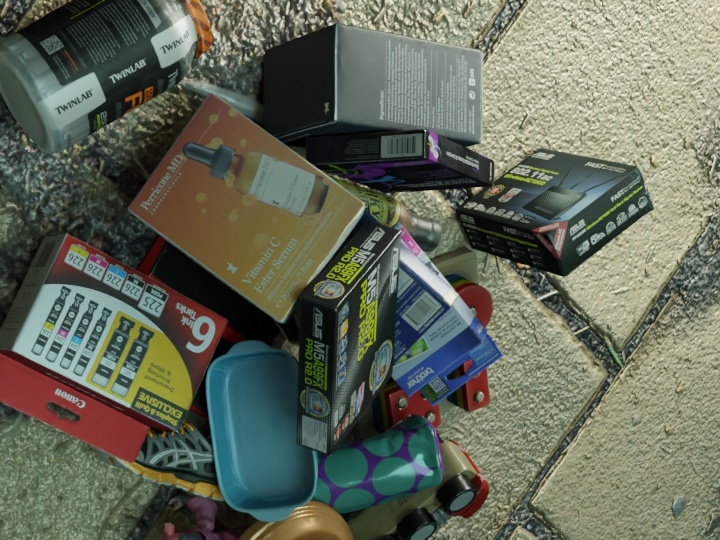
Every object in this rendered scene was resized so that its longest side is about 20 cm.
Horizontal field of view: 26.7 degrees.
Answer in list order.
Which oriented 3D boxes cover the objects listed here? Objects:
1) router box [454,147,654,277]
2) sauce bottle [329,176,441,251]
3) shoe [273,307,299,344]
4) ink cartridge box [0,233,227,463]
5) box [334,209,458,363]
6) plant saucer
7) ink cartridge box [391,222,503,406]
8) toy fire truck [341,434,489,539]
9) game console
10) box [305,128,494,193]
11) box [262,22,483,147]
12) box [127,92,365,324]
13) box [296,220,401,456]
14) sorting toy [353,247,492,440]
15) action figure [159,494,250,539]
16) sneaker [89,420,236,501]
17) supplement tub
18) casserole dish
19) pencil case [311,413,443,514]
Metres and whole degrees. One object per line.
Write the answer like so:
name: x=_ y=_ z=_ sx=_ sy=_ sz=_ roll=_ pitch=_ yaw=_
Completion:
router box: x=0.230 y=-0.074 z=1.824 sx=0.149 sy=0.200 sz=0.062 roll=-35 pitch=117 yaw=-20
sauce bottle: x=0.009 y=-0.063 z=1.764 sx=0.199 sy=0.065 sz=0.065 roll=14 pitch=97 yaw=-38
shoe: x=-0.098 y=-0.009 z=1.685 sx=0.053 sy=0.069 sz=0.201 roll=-50 pitch=121 yaw=-50
ink cartridge box: x=-0.266 y=0.086 z=1.565 sx=0.199 sy=0.084 sz=0.177 roll=29 pitch=76 yaw=-24
box: x=0.000 y=0.000 z=1.692 sx=0.200 sy=0.121 sz=0.032 roll=42 pitch=40 yaw=-2
plant saucer: x=-0.080 y=0.361 z=1.728 sx=0.199 sy=0.037 sz=0.202 roll=-19 pitch=121 yaw=-35
ink cartridge box: x=0.059 y=0.058 z=1.750 sx=0.119 sy=0.042 sz=0.200 roll=-37 pitch=98 yaw=23
toy fire truck: x=0.098 y=0.319 z=1.913 sx=0.176 sy=0.129 sz=0.200 roll=-41 pitch=148 yaw=7
game console: x=-0.181 y=0.057 z=1.698 sx=0.200 sy=0.031 sz=0.178 roll=37 pitch=77 yaw=-37
box: x=0.047 y=-0.118 z=1.664 sx=0.200 sy=0.142 sz=0.036 roll=10 pitch=80 yaw=-63
box: x=0.013 y=-0.191 z=1.659 sx=0.199 sy=0.148 sz=0.108 roll=4 pitch=84 yaw=-35
box: x=-0.117 y=-0.062 z=1.587 sx=0.199 sy=0.106 sz=0.153 roll=35 pitch=87 yaw=0
box: x=-0.012 y=0.073 z=1.620 sx=0.160 sy=0.044 sz=0.201 roll=-48 pitch=149 yaw=-49
sorting toy: x=0.081 y=0.100 z=1.861 sx=0.199 sy=0.069 sz=0.201 roll=-20 pitch=115 yaw=-28
action figure: x=-0.168 y=0.331 z=1.711 sx=0.200 sy=0.148 sz=0.135 roll=47 pitch=57 yaw=-62
sneaker: x=-0.217 y=0.199 z=1.691 sx=0.199 sy=0.078 sz=0.078 roll=24 pitch=84 yaw=-44
supplement tub: x=-0.254 y=-0.213 z=1.499 sx=0.199 sy=0.122 sz=0.123 roll=-34 pitch=121 yaw=-20
casserole dish: x=-0.105 y=0.176 z=1.687 sx=0.039 sy=0.120 sz=0.202 roll=-7 pitch=89 yaw=-71
pencil case: x=-0.005 y=0.233 z=1.787 sx=0.198 sy=0.093 sz=0.085 roll=-14 pitch=155 yaw=-4
